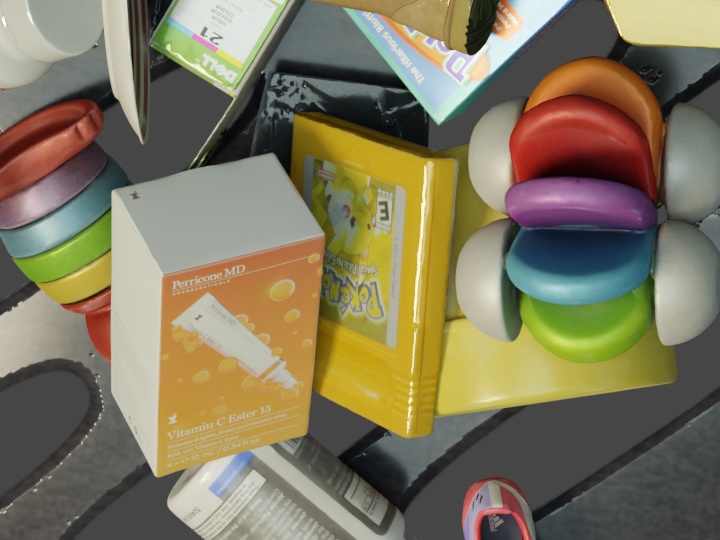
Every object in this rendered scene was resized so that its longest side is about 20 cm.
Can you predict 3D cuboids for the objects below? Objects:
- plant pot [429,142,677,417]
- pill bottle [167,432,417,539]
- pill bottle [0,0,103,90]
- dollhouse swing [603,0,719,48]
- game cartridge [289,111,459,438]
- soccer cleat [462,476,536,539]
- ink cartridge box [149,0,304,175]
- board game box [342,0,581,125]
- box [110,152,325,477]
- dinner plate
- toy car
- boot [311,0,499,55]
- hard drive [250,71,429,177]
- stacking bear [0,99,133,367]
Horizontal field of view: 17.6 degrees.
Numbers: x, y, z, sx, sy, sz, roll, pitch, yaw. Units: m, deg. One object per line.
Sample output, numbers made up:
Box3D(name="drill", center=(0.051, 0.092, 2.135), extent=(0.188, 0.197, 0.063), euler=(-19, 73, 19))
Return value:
Box3D(name="plant pot", center=(0.118, 0.003, 1.696), extent=(0.200, 0.201, 0.190), euler=(-9, 85, 5))
Box3D(name="pill bottle", center=(-0.038, 0.198, 1.774), extent=(0.200, 0.114, 0.114), euler=(41, 101, -6))
Box3D(name="pill bottle", center=(-0.281, -0.180, 1.664), extent=(0.199, 0.111, 0.111), euler=(-6, 104, 37))
Box3D(name="dollhouse swing", center=(0.233, -0.147, 1.644), extent=(0.181, 0.200, 0.177), euler=(1, 103, 2))
Box3D(name="game cartridge", center=(0.000, 0.000, 1.665), extent=(0.032, 0.176, 0.201), euler=(-3, 105, -35))
Box3D(name="soccer cleat", center=(0.118, 0.257, 1.797), extent=(0.066, 0.076, 0.201), euler=(-11, 101, 5))
Box3D(name="ink cartridge box", center=(-0.112, -0.152, 1.685), extent=(0.076, 0.148, 0.200), euler=(32, 101, -2))
Box3D(name="board game box", center=(0.077, -0.217, 1.545), extent=(0.152, 0.045, 0.200), euler=(50, 123, 5))
Box3D(name="box", center=(-0.105, 0.033, 1.658), extent=(0.124, 0.098, 0.201), euler=(-15, 136, -21))
Box3D(name="dinner plate", center=(-0.167, -0.189, 1.653), extent=(0.024, 0.200, 0.201), euler=(-4, 102, -1))
Box3D(name="toy car", center=(0.149, -0.044, 1.529), extent=(0.174, 0.150, 0.201), euler=(2, 71, 15))
Box3D(name="boot", center=(0.000, -0.241, 1.509), extent=(0.199, 0.066, 0.176), euler=(22, 116, 19))
Box3D(name="hard drive", center=(-0.020, -0.047, 1.757), extent=(0.134, 0.042, 0.201), euler=(7, 103, 1))
Box3D(name="stacking bear", center=(-0.201, -0.016, 1.740), extent=(0.121, 0.114, 0.200), euler=(-33, 110, -5))
